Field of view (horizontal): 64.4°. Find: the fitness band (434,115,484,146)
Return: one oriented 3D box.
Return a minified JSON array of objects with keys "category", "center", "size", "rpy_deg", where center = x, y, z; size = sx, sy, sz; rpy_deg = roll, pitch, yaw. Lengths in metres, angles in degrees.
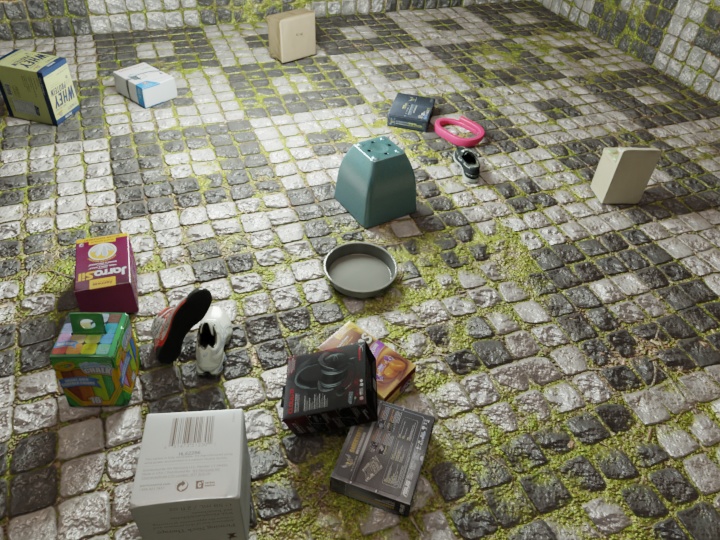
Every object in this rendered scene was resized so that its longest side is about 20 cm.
[{"category":"fitness band","center":[0.369,-0.523,2.144],"size":[0.143,0.038,0.200],"rpy_deg":[-30,51,-29]}]

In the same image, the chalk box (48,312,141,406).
[{"category":"chalk box","center":[-0.540,0.168,1.169],"size":[0.124,0.201,0.124],"rpy_deg":[0,42,-4]}]

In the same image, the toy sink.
[{"category":"toy sink","center":[0.848,-0.328,1.841],"size":[0.129,0.201,0.113],"rpy_deg":[-1,42,-5]}]

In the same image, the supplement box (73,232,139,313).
[{"category":"supplement box","center":[-0.625,0.012,1.408],"size":[0.130,0.104,0.201],"rpy_deg":[-10,44,-17]}]

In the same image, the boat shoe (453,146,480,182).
[{"category":"boat shoe","center":[0.370,-0.380,1.962],"size":[0.075,0.061,0.201],"rpy_deg":[-5,43,-10]}]

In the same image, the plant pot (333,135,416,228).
[{"category":"plant pot","center":[0.051,-0.284,1.724],"size":[0.195,0.201,0.196],"rpy_deg":[-20,47,-26]}]

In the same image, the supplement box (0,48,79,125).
[{"category":"supplement box","center":[-1.144,-0.648,2.025],"size":[0.198,0.201,0.135],"rpy_deg":[13,43,7]}]

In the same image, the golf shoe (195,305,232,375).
[{"category":"golf shoe","center":[-0.335,0.138,1.300],"size":[0.078,0.098,0.201],"rpy_deg":[-4,41,-8]}]

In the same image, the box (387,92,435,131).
[{"category":"box","center":[0.198,-0.616,2.217],"size":[0.156,0.051,0.201],"rpy_deg":[12,43,10]}]

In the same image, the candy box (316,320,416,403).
[{"category":"candy box","center":[0.011,0.209,1.280],"size":[0.199,0.057,0.116],"rpy_deg":[30,49,28]}]

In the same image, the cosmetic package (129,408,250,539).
[{"category":"cosmetic package","center":[-0.276,0.365,0.972],"size":[0.166,0.201,0.167],"rpy_deg":[-3,41,-7]}]

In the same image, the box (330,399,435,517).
[{"category":"box","center":[0.047,0.357,1.123],"size":[0.157,0.049,0.201],"rpy_deg":[14,43,12]}]

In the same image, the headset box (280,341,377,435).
[{"category":"headset box","center":[-0.069,0.243,1.172],"size":[0.198,0.077,0.150],"rpy_deg":[-13,45,14]}]

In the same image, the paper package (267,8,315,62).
[{"category":"paper package","center":[-0.302,-1.046,2.548],"size":[0.199,0.192,0.103],"rpy_deg":[-29,47,-32]}]

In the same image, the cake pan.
[{"category":"cake pan","center":[0.000,0.000,1.525],"size":[0.198,0.037,0.201],"rpy_deg":[2,42,-2]}]

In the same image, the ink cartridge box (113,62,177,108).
[{"category":"ink cartridge box","center":[-0.836,-0.721,2.220],"size":[0.199,0.086,0.146],"rpy_deg":[32,49,25]}]

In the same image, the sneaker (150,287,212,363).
[{"category":"sneaker","center":[-0.408,0.098,1.280],"size":[0.067,0.202,0.108],"rpy_deg":[21,19,-39]}]
